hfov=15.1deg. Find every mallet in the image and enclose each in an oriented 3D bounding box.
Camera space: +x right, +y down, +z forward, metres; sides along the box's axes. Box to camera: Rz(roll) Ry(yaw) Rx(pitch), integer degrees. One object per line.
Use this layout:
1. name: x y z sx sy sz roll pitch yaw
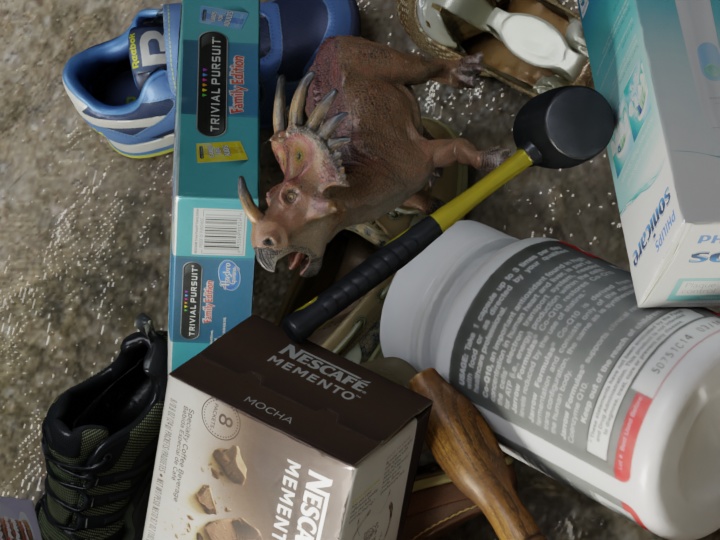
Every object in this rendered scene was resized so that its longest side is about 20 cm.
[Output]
1. mallet: 0.046 -0.028 1.365 0.200 0.041 0.066 -38 6 -19

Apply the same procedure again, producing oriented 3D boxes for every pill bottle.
1. pill bottle: 0.113 0.050 1.409 0.200 0.114 0.114 27 87 39

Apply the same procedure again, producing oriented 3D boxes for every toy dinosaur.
1. toy dinosaur: -0.002 -0.082 1.462 0.086 0.135 0.200 -59 24 33

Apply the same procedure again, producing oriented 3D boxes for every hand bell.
1. hand bell: 0.080 0.136 1.365 0.104 0.104 0.200 -38 71 16

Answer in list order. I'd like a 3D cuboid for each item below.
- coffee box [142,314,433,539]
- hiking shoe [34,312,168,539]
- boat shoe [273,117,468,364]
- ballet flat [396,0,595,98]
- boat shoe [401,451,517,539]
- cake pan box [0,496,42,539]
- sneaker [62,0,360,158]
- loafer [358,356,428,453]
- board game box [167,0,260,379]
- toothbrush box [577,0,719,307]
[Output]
1. coffee box: -0.045 0.140 1.380 0.113 0.080 0.201 26 123 22
2. hiking shoe: -0.162 0.113 1.585 0.076 0.101 0.200 34 91 40
3. boat shoe: 0.000 0.000 1.544 0.073 0.063 0.201 15 79 39
4. ballet flat: 0.082 -0.141 1.546 0.200 0.065 0.071 28 88 40
5. boat shoe: 0.006 0.154 1.476 0.200 0.072 0.068 -26 82 27
6. cake pan box: -0.219 0.254 1.492 0.184 0.052 0.200 -54 42 36
7. sneaker: -0.093 -0.125 1.654 0.200 0.082 0.074 -19 59 25
8. loafer: -0.048 0.096 1.461 0.200 0.067 0.076 -29 81 41
9. board game box: -0.083 -0.051 1.538 0.047 0.151 0.200 2 43 -4
10. toothbrush box: 0.202 -0.086 1.375 0.146 0.085 0.201 -2 58 -13
